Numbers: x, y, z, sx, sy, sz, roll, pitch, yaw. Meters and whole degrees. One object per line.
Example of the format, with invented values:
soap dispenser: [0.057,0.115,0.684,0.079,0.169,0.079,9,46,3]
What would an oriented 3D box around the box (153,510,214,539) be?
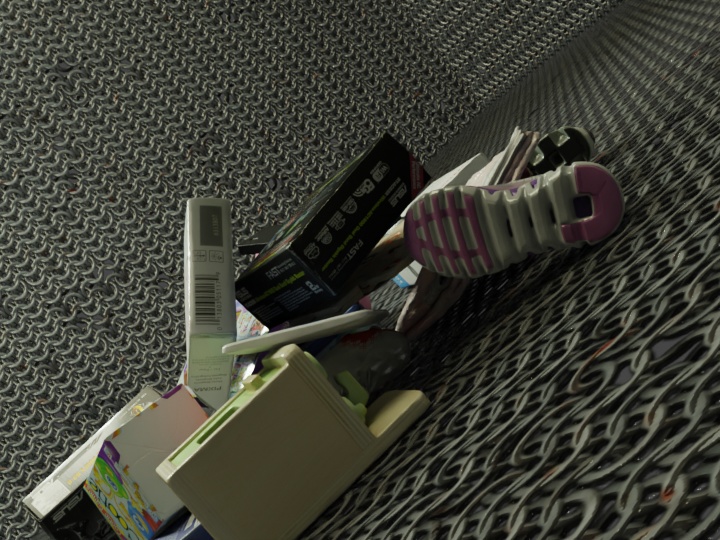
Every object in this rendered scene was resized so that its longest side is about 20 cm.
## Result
box: [-0.153,0.249,1.174,0.199,0.032,0.121,-40,4,4]

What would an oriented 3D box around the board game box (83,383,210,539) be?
board game box: [-0.217,0.218,1.281,0.105,0.103,0.200,-35,-9,-29]

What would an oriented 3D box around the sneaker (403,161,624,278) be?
sneaker: [0.136,-0.045,1.049,0.198,0.082,0.088,-10,5,21]

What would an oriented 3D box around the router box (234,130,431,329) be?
router box: [-0.033,-0.032,1.125,0.150,0.062,0.200,-50,8,-23]

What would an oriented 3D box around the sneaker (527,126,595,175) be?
sneaker: [0.186,-0.093,1.366,0.199,0.075,0.088,-33,-2,25]

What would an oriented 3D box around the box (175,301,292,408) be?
box: [-0.130,0.083,1.311,0.199,0.039,0.138,-6,60,61]

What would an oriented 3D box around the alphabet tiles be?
alphabet tiles: [0.018,-0.008,1.173,0.200,0.015,0.195,-40,11,-32]

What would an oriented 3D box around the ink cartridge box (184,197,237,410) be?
ink cartridge box: [-0.151,0.056,1.162,0.201,0.056,0.164,110,158,-48]

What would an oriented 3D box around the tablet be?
tablet: [-0.043,0.055,1.083,0.129,0.014,0.200,-15,-3,6]

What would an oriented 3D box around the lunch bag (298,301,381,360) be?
lunch bag: [-0.062,0.117,1.362,0.200,0.083,0.161,-43,9,-3]

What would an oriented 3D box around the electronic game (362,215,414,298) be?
electronic game: [0.000,0.000,1.328,0.199,0.042,0.200,-32,11,7]

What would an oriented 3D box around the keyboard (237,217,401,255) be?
keyboard: [-0.054,-0.026,1.356,0.198,0.040,0.104,-5,19,37]

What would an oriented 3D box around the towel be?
towel: [0.104,-0.035,1.221,0.201,0.032,0.191,-61,2,-19]

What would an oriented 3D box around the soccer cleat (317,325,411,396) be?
soccer cleat: [-0.039,0.121,1.156,0.198,0.069,0.085,-24,27,8]

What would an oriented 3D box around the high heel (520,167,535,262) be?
high heel: [0.150,-0.054,1.229,0.095,0.068,0.200,-31,8,0]

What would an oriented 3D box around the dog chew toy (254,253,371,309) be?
dog chew toy: [-0.067,0.024,1.513,0.123,0.201,0.126,-17,46,19]

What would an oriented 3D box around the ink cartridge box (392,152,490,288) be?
ink cartridge box: [0.105,-0.062,1.584,0.146,0.086,0.200,-43,6,-15]

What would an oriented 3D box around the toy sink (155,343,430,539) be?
toy sink: [-0.060,0.134,0.984,0.200,0.112,0.130,-42,5,-13]

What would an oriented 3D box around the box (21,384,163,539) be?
box: [-0.282,0.260,1.429,0.200,0.159,0.048,-43,46,-22]
